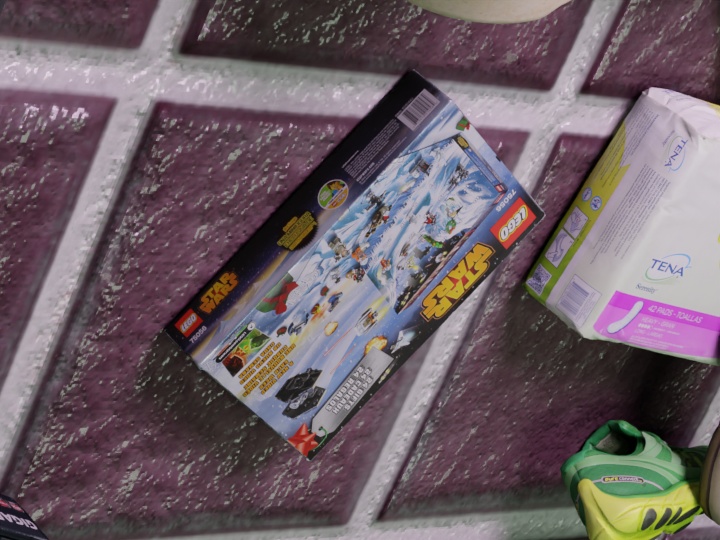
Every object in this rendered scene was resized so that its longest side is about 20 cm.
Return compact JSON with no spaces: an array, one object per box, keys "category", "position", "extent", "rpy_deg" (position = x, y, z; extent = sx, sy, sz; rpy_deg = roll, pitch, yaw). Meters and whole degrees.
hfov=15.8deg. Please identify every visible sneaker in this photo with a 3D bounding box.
[{"category":"sneaker","position":[0.194,0.133,1.725],"extent":[0.074,0.084,0.200],"rpy_deg":[-40,165,22]}]

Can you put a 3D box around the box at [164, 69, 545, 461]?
[{"category":"box","position":[0.000,0.000,1.452],"extent":[0.200,0.040,0.137],"rpy_deg":[-46,141,-2]}]

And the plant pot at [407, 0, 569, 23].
[{"category":"plant pot","position":[0.071,-0.225,1.221],"extent":[0.200,0.200,0.184],"rpy_deg":[-22,147,-29]}]

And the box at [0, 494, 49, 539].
[{"category":"box","position":[-0.277,0.191,1.349],"extent":[0.200,0.046,0.159],"rpy_deg":[-53,142,8]}]

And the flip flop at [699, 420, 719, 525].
[{"category":"flip flop","position":[0.265,0.081,1.647],"extent":[0.081,0.058,0.200],"rpy_deg":[-14,124,-43]}]

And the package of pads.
[{"category":"package of pads","position":[0.213,-0.024,1.611],"extent":[0.200,0.068,0.155],"rpy_deg":[11,115,-48]}]

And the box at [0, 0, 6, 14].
[{"category":"box","position":[-0.196,-0.198,1.002],"extent":[0.124,0.149,0.200],"rpy_deg":[3,120,-46]}]
